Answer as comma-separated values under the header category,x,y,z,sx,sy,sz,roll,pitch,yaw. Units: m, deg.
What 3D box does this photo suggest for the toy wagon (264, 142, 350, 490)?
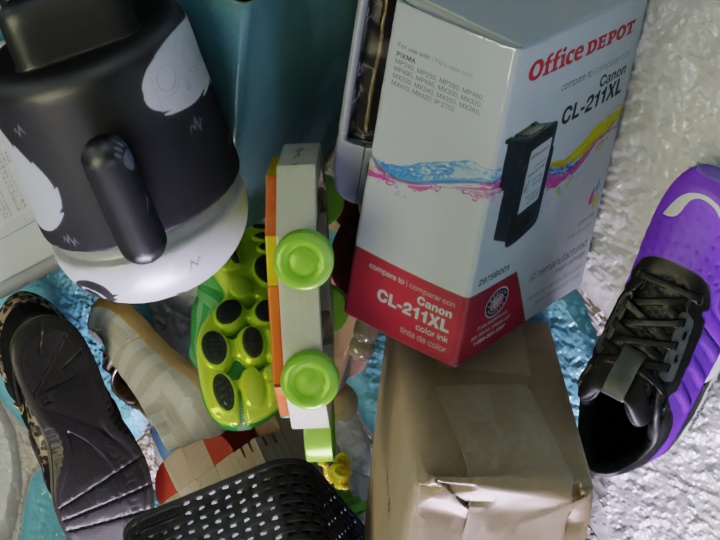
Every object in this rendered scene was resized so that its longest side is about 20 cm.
category,x,y,z,sx,sy,sz,roll,pitch,yaw
toy wagon,-0.029,0.031,1.141,0.040,0.155,0.200,-1,105,3

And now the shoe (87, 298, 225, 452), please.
category,x,y,z,sx,sy,sz,roll,pitch,yaw
shoe,-0.153,0.072,1.385,0.070,0.053,0.200,55,167,-32

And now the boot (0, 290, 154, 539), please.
category,x,y,z,sx,sy,sz,roll,pitch,yaw
boot,-0.214,0.111,1.452,0.200,0.073,0.151,70,168,-18

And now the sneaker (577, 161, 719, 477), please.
category,x,y,z,sx,sy,sz,roll,pitch,yaw
sneaker,0.170,0.039,1.118,0.070,0.100,0.200,29,126,25

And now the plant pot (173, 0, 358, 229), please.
category,x,y,z,sx,sy,sz,roll,pitch,yaw
plant pot,-0.086,-0.132,1.234,0.141,0.141,0.200,31,133,26

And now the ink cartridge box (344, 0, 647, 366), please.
category,x,y,z,sx,sy,sz,roll,pitch,yaw
ink cartridge box,0.076,-0.068,1.118,0.083,0.146,0.200,27,125,27

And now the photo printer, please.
category,x,y,z,sx,sy,sz,roll,pitch,yaw
photo printer,-0.265,-0.072,1.450,0.200,0.069,0.166,-25,90,44

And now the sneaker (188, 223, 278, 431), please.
category,x,y,z,sx,sy,sz,roll,pitch,yaw
sneaker,-0.073,0.044,1.288,0.074,0.200,0.084,4,123,-6

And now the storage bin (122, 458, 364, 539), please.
category,x,y,z,sx,sy,sz,roll,pitch,yaw
storage bin,-0.054,0.223,1.298,0.135,0.200,0.094,-23,50,10

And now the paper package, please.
category,x,y,z,sx,sy,sz,roll,pitch,yaw
paper package,0.063,0.147,1.179,0.103,0.200,0.191,4,118,-6

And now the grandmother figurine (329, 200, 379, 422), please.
category,x,y,z,sx,sy,sz,roll,pitch,yaw
grandmother figurine,0.000,0.000,1.259,0.121,0.061,0.200,65,148,35

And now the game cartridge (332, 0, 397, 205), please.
category,x,y,z,sx,sy,sz,roll,pitch,yaw
game cartridge,0.022,-0.153,1.136,0.041,0.133,0.200,14,119,7

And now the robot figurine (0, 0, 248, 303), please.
category,x,y,z,sx,sy,sz,roll,pitch,yaw
robot figurine,-0.141,-0.077,1.122,0.125,0.150,0.200,1,124,33

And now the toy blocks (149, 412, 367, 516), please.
category,x,y,z,sx,sy,sz,roll,pitch,yaw
toy blocks,-0.095,0.149,1.407,0.200,0.100,0.137,-38,72,42
